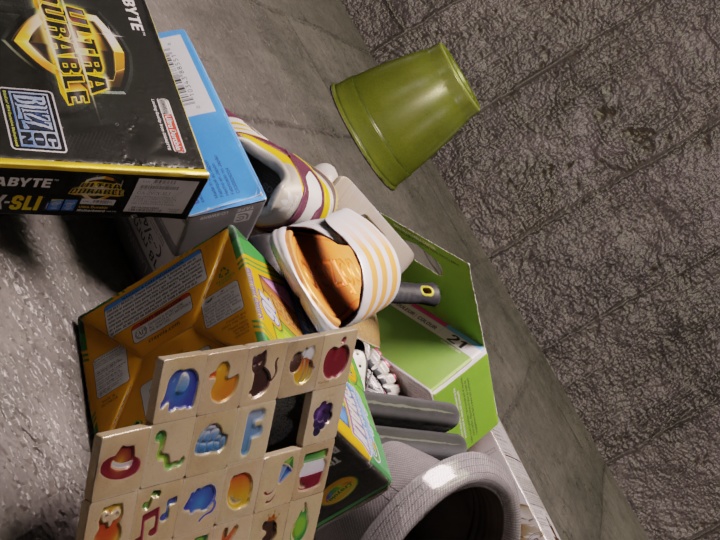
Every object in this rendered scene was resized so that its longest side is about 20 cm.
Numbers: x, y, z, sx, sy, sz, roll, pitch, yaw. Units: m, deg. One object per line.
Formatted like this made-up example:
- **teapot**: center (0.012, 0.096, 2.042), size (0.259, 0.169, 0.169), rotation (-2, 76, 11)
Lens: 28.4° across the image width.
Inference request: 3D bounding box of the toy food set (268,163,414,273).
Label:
- **toy food set**: center (-0.065, -0.058, 1.235), size (0.199, 0.061, 0.144), rotation (17, -17, 35)

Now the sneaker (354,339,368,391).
- **sneaker**: center (-0.043, 0.069, 1.125), size (0.201, 0.087, 0.076), rotation (58, -13, -29)

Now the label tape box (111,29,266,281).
- **label tape box**: center (-0.144, -0.053, 1.026), size (0.145, 0.063, 0.200), rotation (63, -29, 20)

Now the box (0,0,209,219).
- **box**: center (-0.196, -0.122, 0.869), size (0.158, 0.049, 0.201), rotation (0, 51, -31)

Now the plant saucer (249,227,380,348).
- **plant saucer**: center (-0.061, -0.003, 1.158), size (0.199, 0.036, 0.200), rotation (31, 0, 0)

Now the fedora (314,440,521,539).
- **fedora**: center (0.029, 0.197, 1.028), size (0.090, 0.177, 0.201), rotation (35, -16, 36)

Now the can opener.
- **can opener**: center (-0.011, 0.121, 1.060), size (0.199, 0.067, 0.054), rotation (12, 55, -40)

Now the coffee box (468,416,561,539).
- **coffee box**: center (0.109, 0.226, 1.373), size (0.201, 0.114, 0.080), rotation (63, 12, 22)

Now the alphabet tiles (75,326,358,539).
- **alphabet tiles**: center (-0.076, 0.119, 0.753), size (0.007, 0.169, 0.199), rotation (20, 14, 32)

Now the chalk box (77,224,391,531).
- **chalk box**: center (-0.068, 0.094, 0.904), size (0.200, 0.124, 0.125), rotation (50, 15, -45)

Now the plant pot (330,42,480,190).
- **plant pot**: center (0.084, -0.268, 2.316), size (0.201, 0.192, 0.201), rotation (55, 11, -17)

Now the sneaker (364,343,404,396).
- **sneaker**: center (0.005, 0.133, 1.265), size (0.200, 0.074, 0.081), rotation (51, -32, 11)

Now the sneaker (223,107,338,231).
- **sneaker**: center (-0.111, -0.089, 1.091), size (0.199, 0.076, 0.090), rotation (25, 1, 27)

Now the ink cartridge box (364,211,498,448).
- **ink cartridge box**: center (0.040, 0.058, 1.292), size (0.147, 0.076, 0.201), rotation (32, -31, 40)

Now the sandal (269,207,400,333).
- **sandal**: center (-0.004, -0.007, 0.965), size (0.080, 0.059, 0.207), rotation (60, 13, 4)

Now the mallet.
- **mallet**: center (-0.015, 0.004, 1.075), size (0.199, 0.041, 0.066), rotation (-5, 69, -47)
